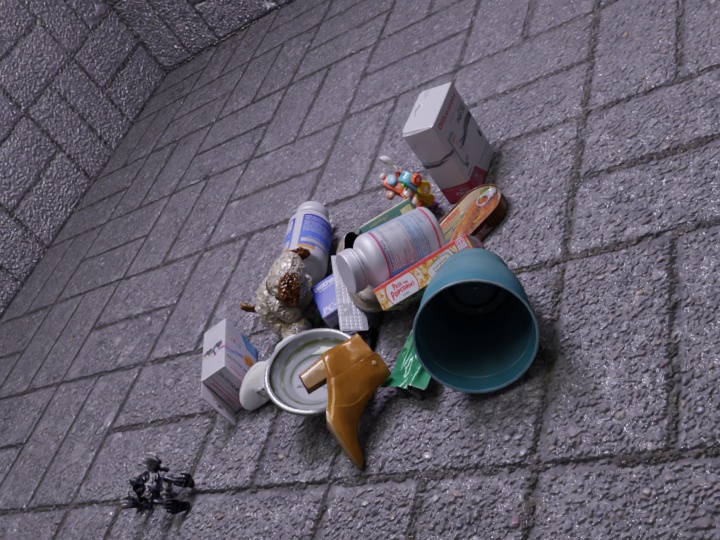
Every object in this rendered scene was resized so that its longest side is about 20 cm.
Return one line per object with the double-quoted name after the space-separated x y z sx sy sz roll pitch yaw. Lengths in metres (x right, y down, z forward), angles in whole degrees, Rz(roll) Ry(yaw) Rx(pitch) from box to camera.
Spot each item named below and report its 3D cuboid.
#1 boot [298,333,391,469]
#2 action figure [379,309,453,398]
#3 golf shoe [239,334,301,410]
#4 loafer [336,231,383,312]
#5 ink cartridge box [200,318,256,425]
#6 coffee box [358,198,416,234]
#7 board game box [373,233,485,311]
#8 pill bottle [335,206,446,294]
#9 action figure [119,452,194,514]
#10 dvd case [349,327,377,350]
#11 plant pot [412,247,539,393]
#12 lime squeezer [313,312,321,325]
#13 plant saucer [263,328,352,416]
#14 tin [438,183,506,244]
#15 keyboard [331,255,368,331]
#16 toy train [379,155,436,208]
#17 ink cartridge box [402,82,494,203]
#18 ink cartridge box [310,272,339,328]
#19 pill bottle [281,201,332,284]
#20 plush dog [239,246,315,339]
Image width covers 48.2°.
-0.003 0.221 1.392 0.142 0.203 0.071 -29 -15 -12 "boot"
0.120 0.131 1.434 0.117 0.055 0.202 -3 51 48 "action figure"
-0.176 0.218 1.613 0.200 0.075 0.092 -47 26 17 "golf shoe"
0.000 0.000 1.601 0.074 0.069 0.201 -19 49 -15 "loafer"
-0.277 0.215 1.712 0.067 0.115 0.202 -32 33 14 "ink cartridge box"
0.056 -0.097 1.685 0.121 0.045 0.200 -30 0 0 "coffee box"
0.136 0.006 1.493 0.198 0.047 0.151 -32 -11 15 "board game box"
0.056 -0.034 1.527 0.197 0.111 0.108 -26 28 -17 "pill bottle"
-0.423 0.432 1.625 0.197 0.102 0.121 -6 57 42 "action figure"
-0.059 0.194 1.590 0.197 0.018 0.144 -20 37 33 "dvd case"
0.188 0.064 1.328 0.198 0.202 0.189 -28 19 19 "plant pot"
-0.048 0.029 1.774 0.071 0.037 0.203 -54 14 50 "lime squeezer"
-0.081 0.199 1.504 0.195 0.051 0.203 -6 44 6 "plant saucer"
0.211 -0.091 1.620 0.200 0.042 0.112 -45 35 -3 "tin"
-0.023 0.043 1.613 0.011 0.055 0.203 106 162 -44 "keyboard"
0.088 -0.174 1.734 0.148 0.200 0.056 29 86 13 "toy train"
0.189 -0.269 1.702 0.082 0.201 0.148 -10 43 40 "ink cartridge box"
-0.003 0.026 1.676 0.198 0.044 0.095 -34 45 5 "ink cartridge box"
-0.123 -0.069 1.890 0.111 0.112 0.202 -24 35 25 "pill bottle"
-0.164 0.037 1.711 0.202 0.157 0.174 -89 18 -52 "plush dog"
